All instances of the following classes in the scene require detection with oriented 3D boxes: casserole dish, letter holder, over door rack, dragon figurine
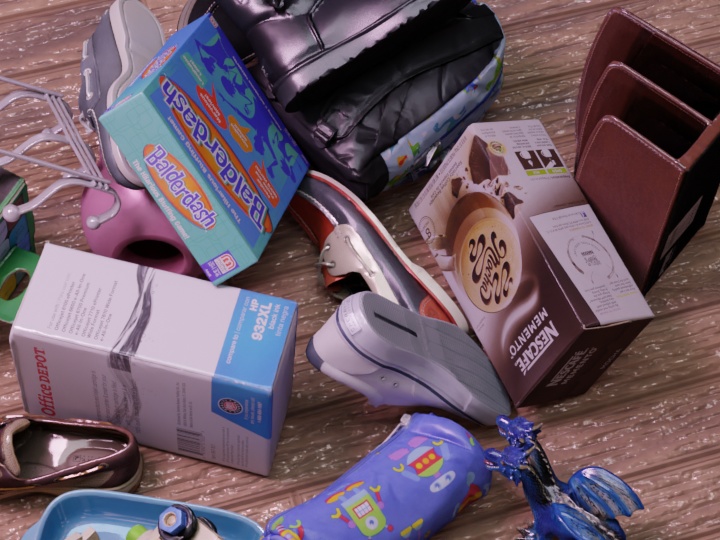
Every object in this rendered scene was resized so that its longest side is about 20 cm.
[{"bbox_3d":[-0.157,0.232,1.440,0.198,0.039,0.122,9,61,2],"label":"casserole dish"},{"bbox_3d":[0.213,-0.096,1.557,0.142,0.200,0.101,36,64,16],"label":"letter holder"},{"bbox_3d":[-0.285,-0.109,1.446,0.067,0.199,0.148,-50,41,13],"label":"over door rack"},{"bbox_3d":[0.173,0.187,1.452,0.199,0.100,0.059,34,64,14],"label":"dragon figurine"}]

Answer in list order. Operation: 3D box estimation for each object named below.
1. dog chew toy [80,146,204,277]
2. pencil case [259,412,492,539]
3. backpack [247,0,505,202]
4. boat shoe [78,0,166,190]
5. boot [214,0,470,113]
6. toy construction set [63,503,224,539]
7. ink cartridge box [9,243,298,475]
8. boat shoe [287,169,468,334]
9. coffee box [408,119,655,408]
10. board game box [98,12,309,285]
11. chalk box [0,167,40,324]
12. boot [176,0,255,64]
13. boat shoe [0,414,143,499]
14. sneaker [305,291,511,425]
[{"bbox_3d":[-0.161,-0.087,1.578,0.124,0.125,0.201,3,52,-2],"label":"dog chew toy"},{"bbox_3d":[0.009,0.179,1.437,0.200,0.078,0.087,-34,84,-34],"label":"pencil case"},{"bbox_3d":[0.030,-0.158,1.625,0.200,0.154,0.163,-45,62,-8],"label":"backpack"},{"bbox_3d":[-0.187,-0.129,1.515,0.073,0.062,0.201,32,35,-37],"label":"boat shoe"},{"bbox_3d":[-0.024,-0.243,1.540,0.199,0.076,0.169,-31,81,-5],"label":"boot"},{"bbox_3d":[-0.132,0.243,1.369,0.200,0.092,0.131,35,84,18],"label":"toy construction set"},{"bbox_3d":[-0.154,0.069,1.470,0.199,0.145,0.084,13,60,4],"label":"ink cartridge box"},{"bbox_3d":[0.000,0.000,1.567,0.062,0.071,0.200,-38,74,-19],"label":"boat shoe"},{"bbox_3d":[0.133,-0.007,1.541,0.079,0.113,0.201,-7,57,-37],"label":"coffee box"},{"bbox_3d":[-0.114,-0.098,1.483,0.045,0.153,0.200,-28,17,21],"label":"board game box"},{"bbox_3d":[-0.335,-0.019,1.522,0.199,0.124,0.125,28,62,11],"label":"chalk box"},{"bbox_3d":[-0.054,-0.235,1.618,0.074,0.153,0.204,61,37,-16],"label":"boot"},{"bbox_3d":[-0.265,0.136,1.467,0.198,0.072,0.073,5,60,-1],"label":"boat shoe"},{"bbox_3d":[0.037,0.075,1.488,0.071,0.200,0.073,-33,46,27],"label":"sneaker"}]
